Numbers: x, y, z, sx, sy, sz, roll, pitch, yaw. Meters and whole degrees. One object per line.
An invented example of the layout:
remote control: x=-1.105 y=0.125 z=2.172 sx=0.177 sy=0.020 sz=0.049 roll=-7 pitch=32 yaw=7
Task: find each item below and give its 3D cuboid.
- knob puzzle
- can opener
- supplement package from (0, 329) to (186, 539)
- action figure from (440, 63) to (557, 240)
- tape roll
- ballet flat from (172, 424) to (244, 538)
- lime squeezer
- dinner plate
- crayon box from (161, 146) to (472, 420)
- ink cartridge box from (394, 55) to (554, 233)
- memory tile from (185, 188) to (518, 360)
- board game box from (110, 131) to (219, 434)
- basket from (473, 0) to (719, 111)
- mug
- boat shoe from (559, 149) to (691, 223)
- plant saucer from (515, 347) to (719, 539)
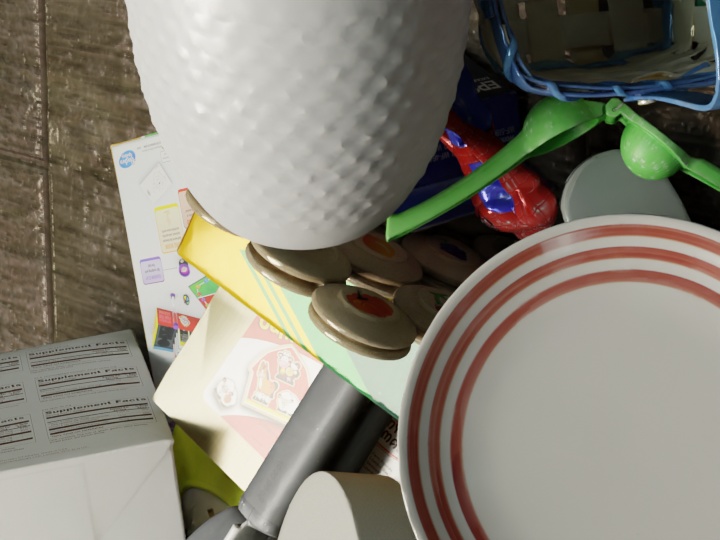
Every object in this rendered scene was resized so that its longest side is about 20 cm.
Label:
knob puzzle: x=0.002 y=0.050 z=1.189 sx=0.219 sy=0.030 sz=0.220 roll=1 pitch=92 yaw=27
can opener: x=-0.048 y=0.114 z=1.168 sx=0.067 sy=0.053 sz=0.200 roll=40 pitch=104 yaw=37
supplement package: x=-0.182 y=0.164 z=1.301 sx=0.200 sy=0.147 sz=0.192 roll=-127 pitch=29 yaw=-69
action figure: x=0.044 y=-0.077 z=1.030 sx=0.200 sy=0.052 sz=0.065 roll=60 pitch=173 yaw=-4
tape roll: x=-0.010 y=0.200 z=1.066 sx=0.203 sy=0.037 sz=0.204 roll=-175 pitch=90 yaw=-74
ballet flat: x=-0.057 y=0.169 z=1.250 sx=0.200 sy=0.067 sz=0.067 roll=46 pitch=143 yaw=15
lime squeezer: x=0.113 y=-0.044 z=0.973 sx=0.038 sy=0.199 sz=0.071 roll=88 pitch=-174 yaw=-67
dinner plate: x=0.116 y=0.075 z=0.933 sx=0.024 sy=0.200 sz=0.201 roll=71 pitch=177 yaw=-76
crayon box: x=0.000 y=0.000 z=1.096 sx=0.200 sy=0.127 sz=0.051 roll=36 pitch=115 yaw=26
ink cartridge box: x=0.005 y=-0.095 z=1.123 sx=0.200 sy=0.099 sz=0.039 roll=41 pitch=134 yaw=36
memory tile: x=0.025 y=-0.005 z=1.043 sx=0.153 sy=0.200 sz=0.017 roll=43 pitch=118 yaw=38
board game box: x=-0.077 y=0.010 z=1.295 sx=0.153 sy=0.040 sz=0.201 roll=-8 pitch=92 yaw=51
basket: x=0.114 y=-0.157 z=0.927 sx=0.200 sy=0.139 sz=0.177 roll=-149 pitch=52 yaw=-80
mug: x=-0.037 y=-0.118 z=0.947 sx=0.200 sy=0.147 sz=0.176 roll=53 pitch=153 yaw=42
boat shoe: x=0.149 y=0.040 z=1.013 sx=0.064 sy=0.071 sz=0.201 roll=92 pitch=158 yaw=-80
plant saucer: x=0.166 y=0.134 z=0.944 sx=0.031 sy=0.199 sz=0.201 roll=70 pitch=180 yaw=-77
